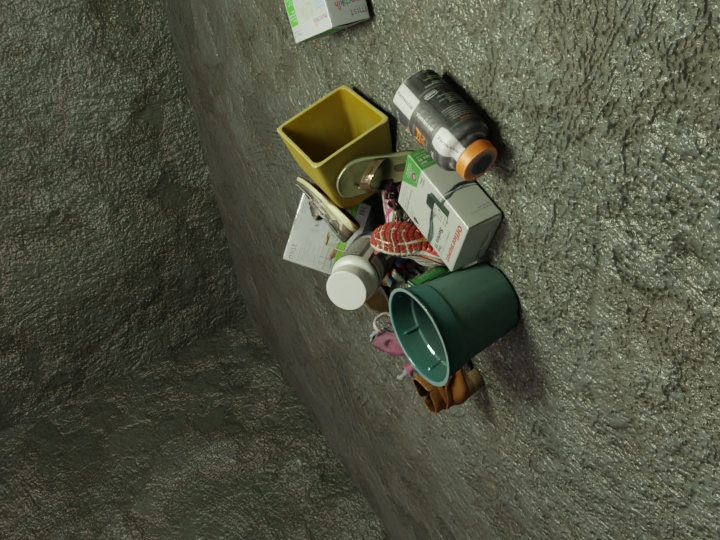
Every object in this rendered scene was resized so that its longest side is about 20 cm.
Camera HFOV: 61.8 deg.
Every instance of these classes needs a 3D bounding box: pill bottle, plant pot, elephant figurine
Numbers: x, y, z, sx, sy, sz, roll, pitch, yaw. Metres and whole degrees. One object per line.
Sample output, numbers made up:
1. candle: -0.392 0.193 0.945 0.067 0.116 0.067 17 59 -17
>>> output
1. pill bottle: 0.000 0.000 1.385 0.112 0.200 0.115 9 119 17
2. plant pot: -0.038 -0.262 1.385 0.194 0.195 0.201 48 169 40
3. plant pot: 0.188 0.088 1.172 0.201 0.195 0.201 51 155 34
4. pill bottle: 0.149 -0.246 1.037 0.201 0.105 0.107 55 157 28
5. elephant figurine: 0.109 0.063 1.463 0.200 0.140 0.157 -130 50 -74

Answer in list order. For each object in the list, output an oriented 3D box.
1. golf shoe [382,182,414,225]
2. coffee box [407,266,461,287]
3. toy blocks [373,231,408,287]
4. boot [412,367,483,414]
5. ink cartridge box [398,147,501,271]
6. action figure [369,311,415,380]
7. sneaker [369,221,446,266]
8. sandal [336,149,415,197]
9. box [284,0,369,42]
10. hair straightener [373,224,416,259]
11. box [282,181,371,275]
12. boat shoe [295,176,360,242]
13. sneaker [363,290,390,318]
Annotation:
1. golf shoe: 0.090 -0.135 1.376 0.092 0.072 0.202 -101 2 -60
2. coffee box: 0.171 0.089 1.324 0.044 0.122 0.202 36 146 51
3. toy blocks: 0.064 -0.013 1.547 0.137 0.100 0.200 50 158 9
4. boot: 0.176 0.224 1.399 0.201 0.154 0.077 60 150 15
5. ink cartridge box: 0.166 -0.122 1.160 0.201 0.082 0.147 55 157 26
6. action figure: 0.132 0.187 1.492 0.199 0.134 0.150 26 138 24
7. sneaker: 0.116 -0.043 1.252 0.082 0.197 0.079 89 -166 -60
8. sandal: 0.038 -0.200 1.254 0.058 0.199 0.080 -77 -33 -52
9. box: -0.082 -0.582 1.239 0.199 0.096 0.179 22 131 60
10. hair straightener: 0.120 -0.074 1.315 0.199 0.076 0.041 -32 47 39
11. box: -0.086 -0.102 1.536 0.097 0.174 0.202 -99 27 -79
12. boat shoe: -0.090 -0.145 1.421 0.200 0.065 0.073 42 -170 20
13. sneaker: 0.043 0.074 1.589 0.199 0.071 0.108 35 176 -31
